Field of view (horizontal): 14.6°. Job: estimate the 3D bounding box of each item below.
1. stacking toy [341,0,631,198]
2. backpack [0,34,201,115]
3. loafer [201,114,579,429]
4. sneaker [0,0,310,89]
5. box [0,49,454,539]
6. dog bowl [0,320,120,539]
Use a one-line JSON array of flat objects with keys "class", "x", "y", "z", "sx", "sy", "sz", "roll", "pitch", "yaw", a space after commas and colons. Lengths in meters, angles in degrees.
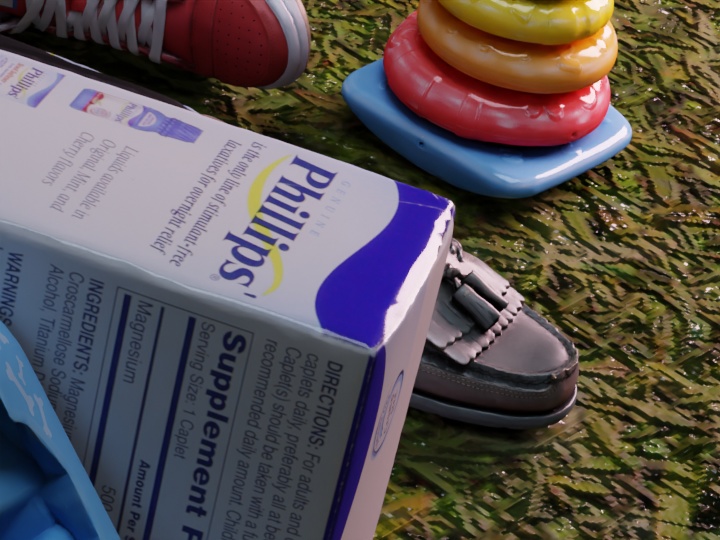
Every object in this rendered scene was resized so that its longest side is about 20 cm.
[{"class": "stacking toy", "x": 0.076, "y": -0.144, "z": 1.260, "sx": 0.116, "sy": 0.200, "sz": 0.110, "roll": 31, "pitch": 37, "yaw": 27}, {"class": "backpack", "x": -0.134, "y": -0.018, "z": 1.072, "sx": 0.199, "sy": 0.154, "sz": 0.163, "roll": 4, "pitch": 25, "yaw": 27}, {"class": "loafer", "x": 0.000, "y": 0.000, "z": 1.143, "sx": 0.200, "sy": 0.063, "sz": 0.072, "roll": 24, "pitch": 35, "yaw": 16}, {"class": "sneaker", "x": -0.123, "y": -0.128, "z": 1.285, "sx": 0.200, "sy": 0.071, "sz": 0.112, "roll": 31, "pitch": 35, "yaw": 34}, {"class": "box", "x": -0.090, "y": 0.045, "z": 0.937, "sx": 0.199, "sy": 0.184, "sz": 0.105, "roll": 19, "pitch": 32, "yaw": 8}, {"class": "dog bowl", "x": -0.129, "y": 0.089, "z": 0.868, "sx": 0.111, "sy": 0.200, "sz": 0.050, "roll": -22, "pitch": 12, "yaw": 19}]
